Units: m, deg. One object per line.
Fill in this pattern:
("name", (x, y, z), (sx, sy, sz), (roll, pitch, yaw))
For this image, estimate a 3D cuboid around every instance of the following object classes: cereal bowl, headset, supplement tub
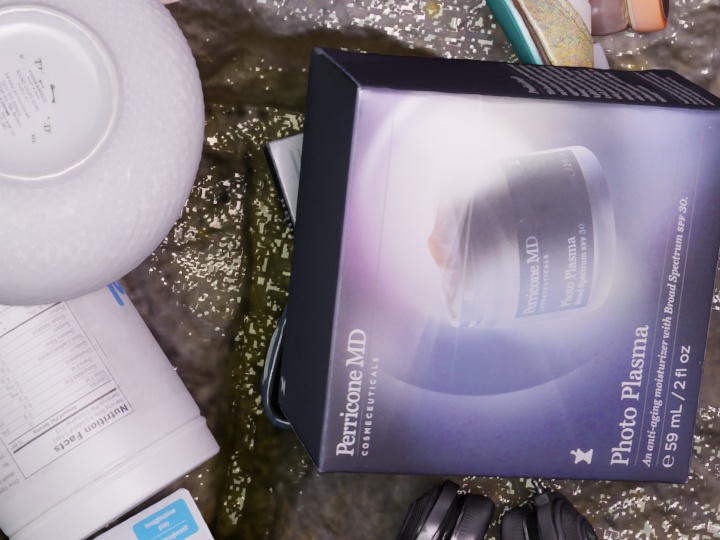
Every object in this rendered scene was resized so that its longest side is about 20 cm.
("cereal bowl", (-0.177, -0.085, 1.358), (0.200, 0.083, 0.200), (2, 81, -11))
("headset", (0.080, 0.149, 1.447), (0.123, 0.094, 0.200), (5, 109, 10))
("supplement tub", (-0.184, 0.051, 1.443), (0.132, 0.132, 0.200), (-33, 89, 10))

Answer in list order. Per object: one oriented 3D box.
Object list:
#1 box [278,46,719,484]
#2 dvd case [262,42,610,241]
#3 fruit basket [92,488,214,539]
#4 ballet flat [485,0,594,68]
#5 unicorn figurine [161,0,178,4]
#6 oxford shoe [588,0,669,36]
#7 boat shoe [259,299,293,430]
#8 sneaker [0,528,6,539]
("box", (0.071, -0.002, 1.312), (0.198, 0.123, 0.200), (3, 104, -12))
("dvd case", (0.063, -0.027, 1.411), (0.200, 0.025, 0.150), (-18, 88, -12))
("fruit basket", (-0.132, 0.255, 1.466), (0.185, 0.094, 0.200), (-30, 85, 10))
("ballet flat", (0.082, -0.172, 1.381), (0.071, 0.071, 0.200), (-36, 90, 10))
("unicorn figurine", (-0.179, -0.163, 1.467), (0.137, 0.074, 0.200), (38, 113, -4))
("oxford shoe", (0.122, -0.227, 1.407), (0.073, 0.071, 0.200), (-6, 93, 14))
("boat shoe", (0.000, 0.000, 1.443), (0.075, 0.062, 0.200), (33, 98, 6))
("sneaker", (-0.298, 0.120, 1.504), (0.090, 0.067, 0.200), (-41, 88, 19))
